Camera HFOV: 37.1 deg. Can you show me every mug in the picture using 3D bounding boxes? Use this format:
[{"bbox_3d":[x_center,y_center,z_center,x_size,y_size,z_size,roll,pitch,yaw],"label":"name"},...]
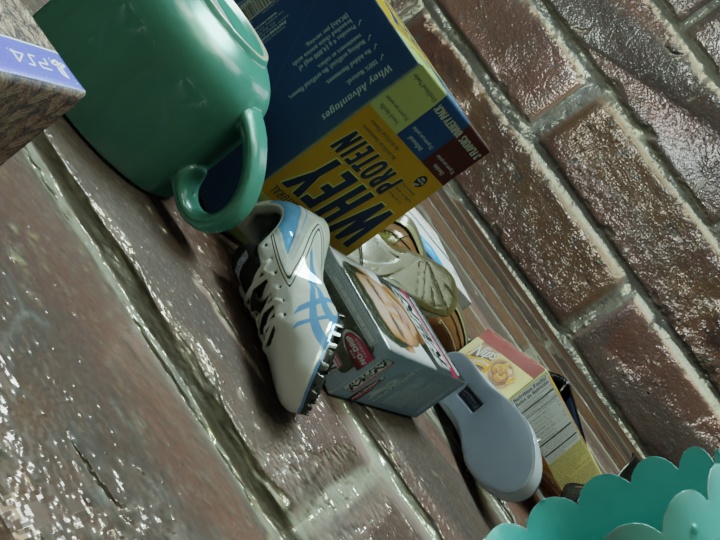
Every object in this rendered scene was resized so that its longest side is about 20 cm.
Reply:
[{"bbox_3d":[-0.124,-0.133,0.738,0.185,0.114,0.152,50,11,-21],"label":"mug"}]

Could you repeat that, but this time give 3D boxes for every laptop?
[{"bbox_3d":[0.213,0.178,1.349,0.200,0.103,0.177,21,-7,10],"label":"laptop"}]

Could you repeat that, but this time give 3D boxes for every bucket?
[{"bbox_3d":[0.171,0.219,0.703,0.135,0.207,0.207,65,12,5],"label":"bucket"}]

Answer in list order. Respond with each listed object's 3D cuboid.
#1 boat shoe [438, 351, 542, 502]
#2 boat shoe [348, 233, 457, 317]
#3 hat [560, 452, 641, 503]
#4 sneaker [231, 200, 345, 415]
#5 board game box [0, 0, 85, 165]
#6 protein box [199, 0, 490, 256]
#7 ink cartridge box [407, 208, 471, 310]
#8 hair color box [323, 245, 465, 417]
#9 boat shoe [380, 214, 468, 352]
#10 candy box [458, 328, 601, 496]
[{"bbox_3d":[0.130,0.166,1.050,0.086,0.075,0.202,51,1,-35],"label":"boat shoe"},{"bbox_3d":[0.001,-0.001,1.009,0.201,0.066,0.072,26,54,-29],"label":"boat shoe"},{"bbox_3d":[0.220,0.263,1.047,0.081,0.201,0.201,10,-10,25],"label":"hat"},{"bbox_3d":[-0.054,0.022,0.728,0.072,0.072,0.200,14,33,-17],"label":"sneaker"},{"bbox_3d":[-0.212,-0.114,0.343,0.200,0.097,0.159,54,11,3],"label":"board game box"},{"bbox_3d":[-0.041,-0.136,0.884,0.135,0.198,0.200,39,18,-53],"label":"protein box"},{"bbox_3d":[0.055,-0.030,1.324,0.116,0.068,0.200,47,12,-34],"label":"ink cartridge box"},{"bbox_3d":[0.013,0.057,0.886,0.099,0.061,0.200,59,12,22],"label":"hair color box"},{"bbox_3d":[0.051,0.034,1.140,0.200,0.072,0.068,58,39,-28],"label":"boat shoe"},{"bbox_3d":[0.189,0.168,1.168,0.200,0.055,0.115,58,-10,-30],"label":"candy box"}]
